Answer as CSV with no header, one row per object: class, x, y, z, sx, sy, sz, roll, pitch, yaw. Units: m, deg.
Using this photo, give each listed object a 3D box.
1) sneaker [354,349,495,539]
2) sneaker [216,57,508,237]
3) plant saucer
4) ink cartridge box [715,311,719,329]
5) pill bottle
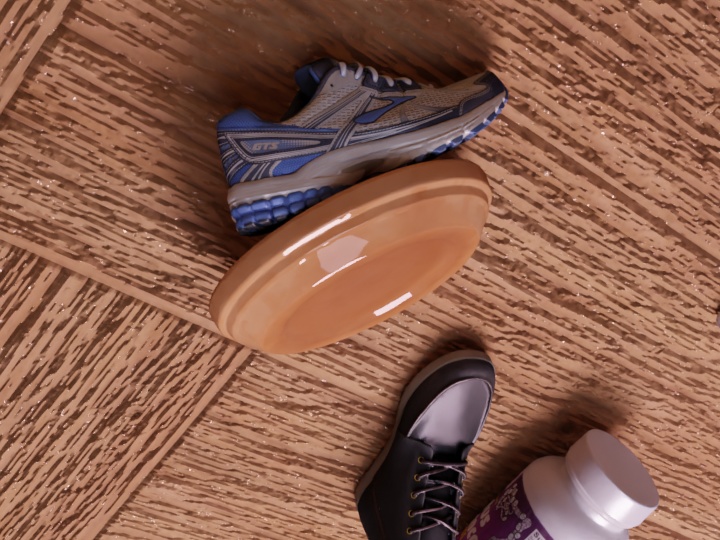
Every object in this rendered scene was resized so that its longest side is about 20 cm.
sneaker,0.064,0.164,0.917,0.074,0.107,0.202,9,125,-23
sneaker,0.002,-0.095,0.706,0.198,0.077,0.086,-24,92,-23
plant saucer,0.000,0.000,0.745,0.198,0.038,0.200,-24,163,-8
ink cartridge box,0.414,0.036,0.937,0.198,0.084,0.146,16,122,-28
pill bottle,0.159,0.232,1.000,0.111,0.113,0.200,25,117,-32
